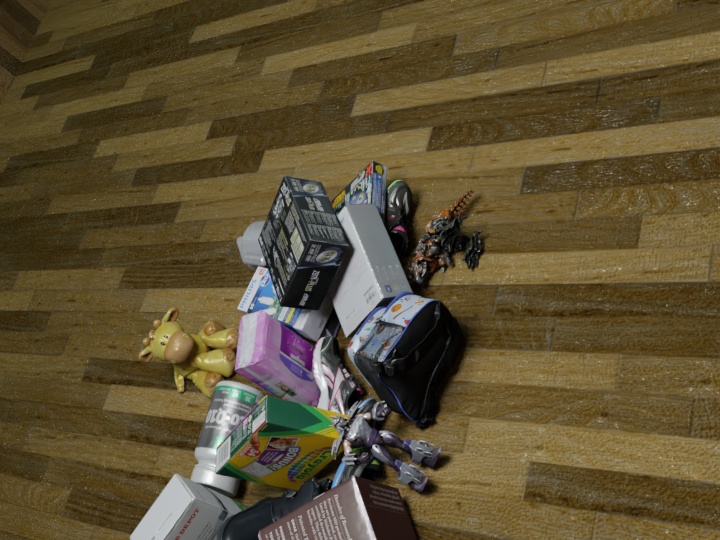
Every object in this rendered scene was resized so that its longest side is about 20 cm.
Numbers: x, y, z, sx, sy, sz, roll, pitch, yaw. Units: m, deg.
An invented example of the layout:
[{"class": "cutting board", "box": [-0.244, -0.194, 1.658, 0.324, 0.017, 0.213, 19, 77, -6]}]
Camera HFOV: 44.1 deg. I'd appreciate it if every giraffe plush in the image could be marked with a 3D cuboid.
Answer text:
[{"class": "giraffe plush", "box": [-0.375, 0.165, 1.904, 0.197, 0.162, 0.175, -6, 59, 34]}]

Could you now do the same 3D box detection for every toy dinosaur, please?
[{"class": "toy dinosaur", "box": [0.156, -0.066, 1.696, 0.135, 0.101, 0.204, 18, 96, 60]}]

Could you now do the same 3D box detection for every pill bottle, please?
[{"class": "pill bottle", "box": [-0.259, 0.330, 1.743, 0.112, 0.113, 0.203, -3, 61, 36]}]

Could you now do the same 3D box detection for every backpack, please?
[{"class": "backpack", "box": [0.085, 0.140, 1.560, 0.153, 0.201, 0.191, 25, 66, 43]}]

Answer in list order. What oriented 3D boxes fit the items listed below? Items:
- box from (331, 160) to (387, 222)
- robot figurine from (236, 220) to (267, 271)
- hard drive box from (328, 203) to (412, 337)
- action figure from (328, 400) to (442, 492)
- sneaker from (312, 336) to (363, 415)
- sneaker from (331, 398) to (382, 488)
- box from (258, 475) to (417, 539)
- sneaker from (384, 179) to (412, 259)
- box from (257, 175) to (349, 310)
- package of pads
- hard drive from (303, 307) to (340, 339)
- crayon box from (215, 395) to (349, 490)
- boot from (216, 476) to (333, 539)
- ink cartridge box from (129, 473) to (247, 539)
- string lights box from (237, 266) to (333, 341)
[{"class": "box", "box": [-0.015, -0.116, 1.836, 0.200, 0.039, 0.139, -40, 38, 47]}, {"class": "robot figurine", "box": [-0.179, -0.052, 1.923, 0.197, 0.115, 0.169, 0, 28, 39]}, {"class": "hard drive box", "box": [0.000, 0.000, 1.693, 0.156, 0.076, 0.203, -47, 58, 47]}, {"class": "action figure", "box": [0.034, 0.291, 1.507, 0.197, 0.070, 0.131, 26, 63, 5]}, {"class": "sneaker", "box": [-0.035, 0.219, 1.680, 0.085, 0.080, 0.203, -15, 62, 15]}, {"class": "sneaker", "box": [0.008, 0.329, 1.572, 0.081, 0.071, 0.203, 2, 70, 34]}, {"class": "box", "box": [-0.025, 0.458, 1.424, 0.198, 0.165, 0.166, -33, 57, 15]}, {"class": "sneaker", "box": [0.073, -0.082, 1.769, 0.083, 0.076, 0.204, -8, 66, 58]}, {"class": "box", "box": [-0.113, -0.053, 1.703, 0.165, 0.085, 0.201, -63, 34, 32]}, {"class": "package of pads", "box": [-0.152, 0.174, 1.700, 0.075, 0.199, 0.122, -21, 47, 31]}, {"class": "hard drive", "box": [-0.115, 0.070, 1.848, 0.198, 0.042, 0.137, 7, 67, 40]}, {"class": "crayon box", "box": [-0.138, 0.310, 1.574, 0.200, 0.170, 0.059, -47, 35, 39]}, {"class": "boot", "box": [-0.140, 0.432, 1.548, 0.166, 0.200, 0.078, -25, 89, 26]}, {"class": "ink cartridge box", "box": [-0.296, 0.477, 1.615, 0.147, 0.200, 0.083, -53, 45, -4]}, {"class": "string lights box", "box": [-0.149, 0.066, 1.804, 0.198, 0.059, 0.104, 13, 71, 41]}]
